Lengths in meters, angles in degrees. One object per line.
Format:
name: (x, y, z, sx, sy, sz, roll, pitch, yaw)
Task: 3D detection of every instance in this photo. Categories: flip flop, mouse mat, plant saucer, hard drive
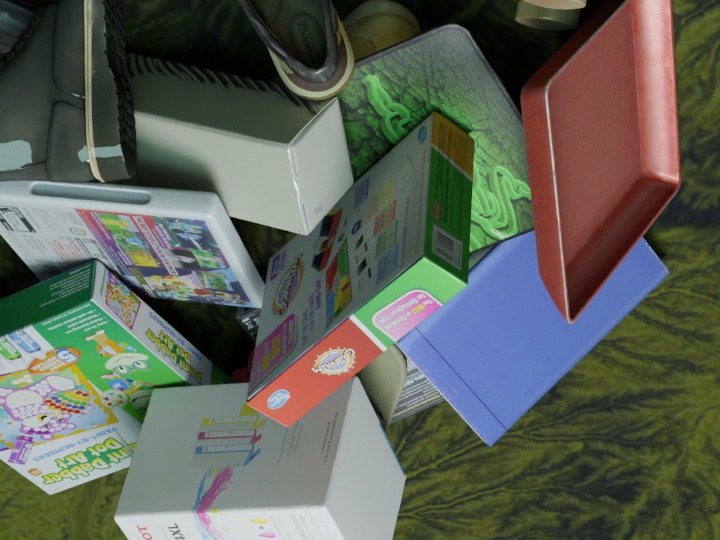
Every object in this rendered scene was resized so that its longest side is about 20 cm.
flip flop: (-0.014, 0.124, 1.521, 0.081, 0.058, 0.201, 12, 125, -7)
mouse mat: (0.048, -0.082, 1.392, 0.160, 0.008, 0.200, -21, 129, 22)
plant saucer: (0.173, -0.097, 1.379, 0.037, 0.200, 0.200, 12, 130, 29)
hard drive: (0.134, 0.026, 1.487, 0.200, 0.025, 0.132, -44, 120, -3)

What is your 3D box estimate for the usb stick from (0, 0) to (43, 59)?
usb stick: (-0.286, -0.187, 1.385, 0.199, 0.033, 0.056, 22, 113, -15)

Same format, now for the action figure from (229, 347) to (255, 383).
action figure: (-0.084, 0.147, 1.599, 0.065, 0.052, 0.201, 10, 122, 13)

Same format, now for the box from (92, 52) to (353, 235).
box: (-0.108, -0.094, 1.370, 0.199, 0.068, 0.082, 15, 135, 28)

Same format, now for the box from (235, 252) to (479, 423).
box: (0.024, 0.040, 1.530, 0.199, 0.050, 0.158, -26, 121, 15)

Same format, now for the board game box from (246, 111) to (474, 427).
board game box: (0.000, 0.000, 1.363, 0.040, 0.153, 0.200, 32, 130, -23)

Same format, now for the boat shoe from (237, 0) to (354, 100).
boat shoe: (-0.062, -0.214, 1.300, 0.073, 0.065, 0.201, -31, 84, -5)

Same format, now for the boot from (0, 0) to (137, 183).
boot: (-0.235, -0.155, 1.325, 0.138, 0.201, 0.077, -7, 165, 5)

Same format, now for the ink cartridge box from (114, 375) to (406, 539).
ink cartridge box: (-0.086, 0.172, 1.464, 0.199, 0.126, 0.129, -6, 136, 21)

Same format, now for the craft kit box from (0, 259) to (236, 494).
craft kit box: (-0.230, 0.091, 1.517, 0.199, 0.049, 0.197, -22, 139, 24)

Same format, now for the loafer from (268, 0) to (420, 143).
loafer: (-0.033, -0.116, 1.414, 0.076, 0.068, 0.200, 32, 117, -20)

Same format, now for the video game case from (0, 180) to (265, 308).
video game case: (-0.175, -0.021, 1.417, 0.181, 0.023, 0.200, 6, 161, 10)

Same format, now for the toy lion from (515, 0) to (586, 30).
toy lion: (0.060, -0.216, 1.288, 0.191, 0.200, 0.069, 9, 91, 5)
